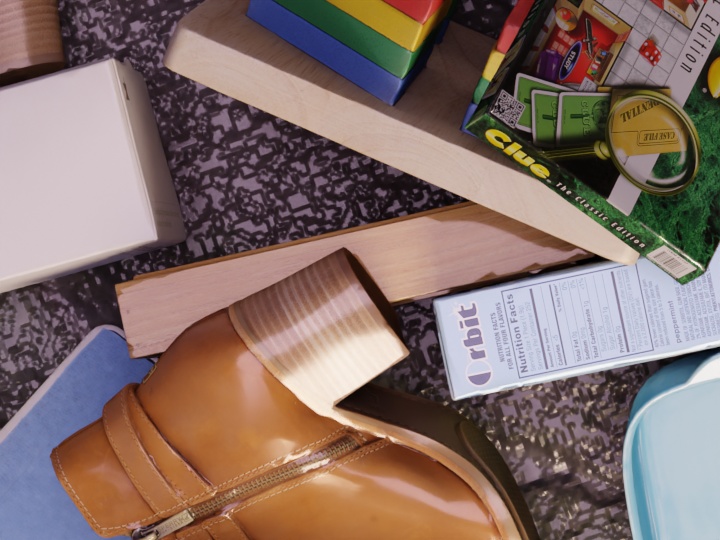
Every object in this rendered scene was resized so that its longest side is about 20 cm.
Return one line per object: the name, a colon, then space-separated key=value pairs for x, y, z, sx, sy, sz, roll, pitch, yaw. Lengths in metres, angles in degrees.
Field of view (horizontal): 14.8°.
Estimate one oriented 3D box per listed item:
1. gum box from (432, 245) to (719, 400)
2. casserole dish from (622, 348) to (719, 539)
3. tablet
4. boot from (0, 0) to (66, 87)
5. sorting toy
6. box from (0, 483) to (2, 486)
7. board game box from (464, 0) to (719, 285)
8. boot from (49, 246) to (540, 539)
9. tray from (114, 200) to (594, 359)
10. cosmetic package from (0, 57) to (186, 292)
gum box: x=0.133 y=0.011 z=1.154 sx=0.198 sy=0.170 sz=0.045 roll=-11 pitch=89 yaw=3
casserole dish: x=0.174 y=0.102 z=1.179 sx=0.120 sy=0.039 sz=0.201 roll=-12 pitch=123 yaw=3
tablet: x=-0.119 y=0.125 z=1.192 sx=0.130 sy=0.014 sz=0.200 roll=37 pitch=57 yaw=5
boot: x=-0.234 y=-0.136 z=1.235 sx=0.200 sy=0.071 sz=0.145 roll=-16 pitch=83 yaw=0
sorting toy: x=0.041 y=-0.095 z=1.139 sx=0.198 sy=0.200 sz=0.070 roll=23 pitch=108 yaw=3
box: x=-0.216 y=0.195 z=1.235 sx=0.199 sy=0.051 sz=0.159 roll=-25 pitch=90 yaw=3
board game box: x=0.125 y=-0.104 z=1.053 sx=0.104 sy=0.023 sz=0.201 roll=35 pitch=64 yaw=-14
boot: x=-0.019 y=0.107 z=1.146 sx=0.155 sy=0.077 sz=0.200 roll=-34 pitch=110 yaw=8
tray: x=0.000 y=0.000 z=1.197 sx=0.198 sy=0.099 sz=0.037 roll=-12 pitch=88 yaw=4
cosmetic package: x=-0.185 y=-0.027 z=1.206 sx=0.198 sy=0.108 sz=0.086 roll=-14 pitch=89 yaw=5
